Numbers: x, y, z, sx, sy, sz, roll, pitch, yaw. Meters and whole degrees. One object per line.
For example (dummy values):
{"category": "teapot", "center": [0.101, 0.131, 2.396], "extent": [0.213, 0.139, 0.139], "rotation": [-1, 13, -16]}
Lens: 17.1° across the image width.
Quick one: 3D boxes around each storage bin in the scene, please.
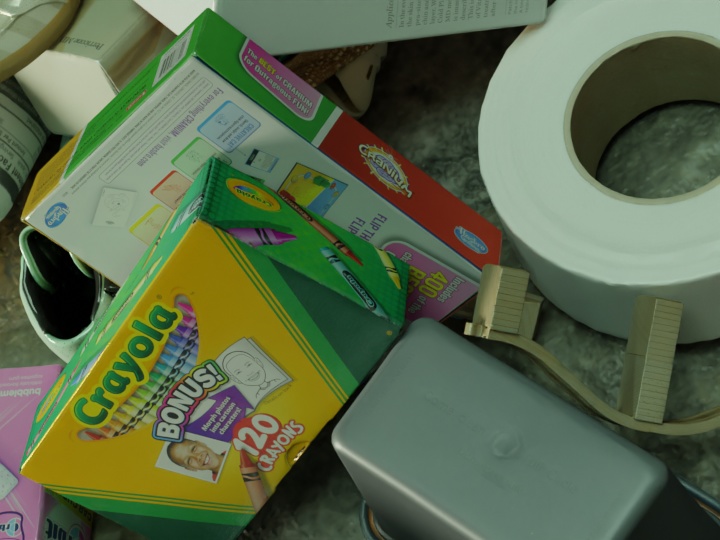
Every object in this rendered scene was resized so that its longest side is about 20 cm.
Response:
{"category": "storage bin", "center": [0.075, 0.120, 1.186], "extent": [0.200, 0.134, 0.146], "rotation": [32, 79, 29]}

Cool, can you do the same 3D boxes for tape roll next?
{"category": "tape roll", "center": [0.166, -0.066, 1.269], "extent": [0.202, 0.071, 0.203], "rotation": [-8, 60, 15]}

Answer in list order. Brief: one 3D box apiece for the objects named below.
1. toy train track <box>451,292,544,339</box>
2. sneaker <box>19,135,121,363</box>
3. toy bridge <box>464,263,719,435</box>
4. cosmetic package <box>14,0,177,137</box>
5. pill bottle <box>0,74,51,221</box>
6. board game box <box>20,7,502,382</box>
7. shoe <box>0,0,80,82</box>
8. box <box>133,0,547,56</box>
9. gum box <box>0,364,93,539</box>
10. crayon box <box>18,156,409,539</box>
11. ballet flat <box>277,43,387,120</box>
{"category": "toy train track", "center": [0.000, 0.000, 1.297], "extent": [0.199, 0.033, 0.115], "rotation": [17, 112, 11]}
{"category": "sneaker", "center": [-0.149, -0.028, 1.341], "extent": [0.074, 0.118, 0.201], "rotation": [-19, 60, 12]}
{"category": "toy bridge", "center": [0.143, 0.046, 1.192], "extent": [0.199, 0.027, 0.068], "rotation": [11, 90, -19]}
{"category": "cosmetic package", "center": [-0.102, -0.164, 1.372], "extent": [0.105, 0.071, 0.200], "rotation": [12, 53, 44]}
{"category": "pill bottle", "center": [-0.238, -0.096, 1.406], "extent": [0.113, 0.113, 0.200], "rotation": [19, 73, 26]}
{"category": "board game box", "center": [-0.050, -0.023, 1.234], "extent": [0.153, 0.200, 0.040], "rotation": [-38, 25, 34]}
{"category": "shoe", "center": [-0.179, -0.176, 1.335], "extent": [0.070, 0.053, 0.200], "rotation": [2, 46, 43]}
{"category": "box", "center": [-0.013, -0.184, 1.267], "extent": [0.199, 0.098, 0.124], "rotation": [-9, 28, -26]}
{"category": "gum box", "center": [-0.251, 0.123, 1.335], "extent": [0.199, 0.066, 0.114], "rotation": [-5, 63, 17]}
{"category": "crayon box", "center": [-0.076, 0.051, 1.224], "extent": [0.200, 0.119, 0.058], "rotation": [-53, 17, 32]}
{"category": "ballet flat", "center": [-0.036, -0.098, 1.370], "extent": [0.200, 0.071, 0.065], "rotation": [-41, 94, -10]}
